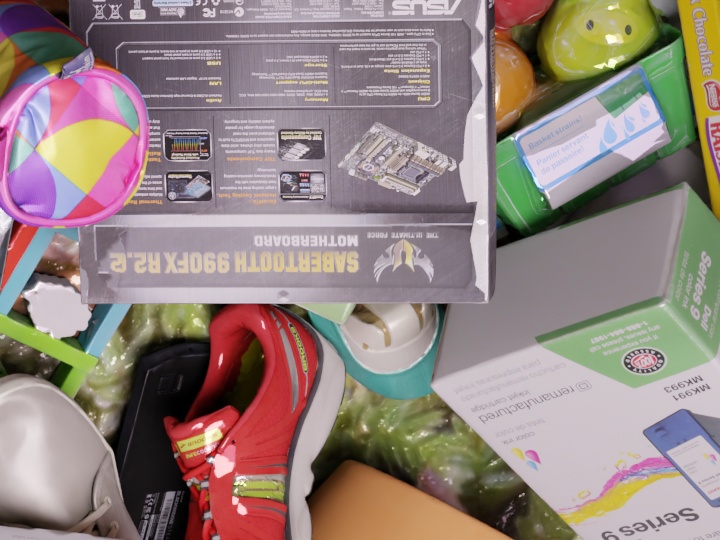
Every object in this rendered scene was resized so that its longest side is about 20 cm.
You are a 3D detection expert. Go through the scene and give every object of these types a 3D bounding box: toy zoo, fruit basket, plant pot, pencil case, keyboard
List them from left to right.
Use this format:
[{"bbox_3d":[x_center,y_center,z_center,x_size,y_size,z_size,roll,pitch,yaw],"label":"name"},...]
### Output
[{"bbox_3d":[-0.172,-0.090,1.314,0.088,0.200,0.089,-15,121,-27],"label":"pencil case"},{"bbox_3d":[-0.162,-0.028,1.446,0.131,0.020,0.200,26,101,-26],"label":"toy zoo"},{"bbox_3d":[-0.126,0.127,1.525,0.104,0.040,0.201,-1,112,-44],"label":"keyboard"},{"bbox_3d":[0.020,0.192,1.516,0.200,0.200,0.140,30,83,-27],"label":"plant pot"},{"bbox_3d":[0.081,-0.125,1.448,0.185,0.094,0.200,-29,118,-6],"label":"fruit basket"}]

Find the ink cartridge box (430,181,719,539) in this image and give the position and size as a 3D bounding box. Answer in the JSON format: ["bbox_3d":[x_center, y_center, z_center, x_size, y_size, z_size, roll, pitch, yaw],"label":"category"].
[{"bbox_3d":[0.154,0.067,1.445,0.145,0.088,0.200,-20,130,34],"label":"ink cartridge box"}]

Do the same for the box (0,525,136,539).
[{"bbox_3d":[-0.153,0.228,1.412,0.112,0.102,0.200,5,135,3],"label":"box"}]

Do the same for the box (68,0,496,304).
[{"bbox_3d":[-0.035,-0.065,1.354,0.199,0.048,0.159,-1,103,5],"label":"box"}]

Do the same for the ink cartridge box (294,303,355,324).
[{"bbox_3d":[-0.031,-0.094,1.397,0.145,0.048,0.200,25,105,-1],"label":"ink cartridge box"}]

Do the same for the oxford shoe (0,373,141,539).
[{"bbox_3d":[-0.143,0.136,1.447,0.075,0.058,0.200,-29,124,-15],"label":"oxford shoe"}]

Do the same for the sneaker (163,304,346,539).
[{"bbox_3d":[-0.071,0.107,1.458,0.085,0.077,0.201,36,55,-43],"label":"sneaker"}]

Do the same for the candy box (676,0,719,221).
[{"bbox_3d":[0.199,-0.095,1.470,0.026,0.102,0.201,-8,95,28],"label":"candy box"}]

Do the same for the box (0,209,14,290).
[{"bbox_3d":[-0.274,-0.006,1.389,0.199,0.040,0.137,8,108,-13],"label":"box"}]

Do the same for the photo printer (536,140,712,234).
[{"bbox_3d":[0.175,0.027,1.558,0.200,0.069,0.166,37,97,-28],"label":"photo printer"}]

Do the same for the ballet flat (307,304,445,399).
[{"bbox_3d":[0.000,0.000,1.486,0.067,0.070,0.200,-30,118,-6],"label":"ballet flat"}]
